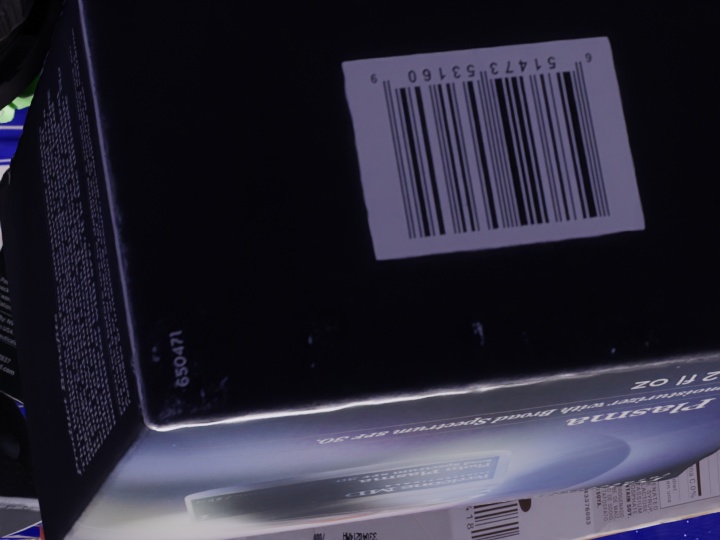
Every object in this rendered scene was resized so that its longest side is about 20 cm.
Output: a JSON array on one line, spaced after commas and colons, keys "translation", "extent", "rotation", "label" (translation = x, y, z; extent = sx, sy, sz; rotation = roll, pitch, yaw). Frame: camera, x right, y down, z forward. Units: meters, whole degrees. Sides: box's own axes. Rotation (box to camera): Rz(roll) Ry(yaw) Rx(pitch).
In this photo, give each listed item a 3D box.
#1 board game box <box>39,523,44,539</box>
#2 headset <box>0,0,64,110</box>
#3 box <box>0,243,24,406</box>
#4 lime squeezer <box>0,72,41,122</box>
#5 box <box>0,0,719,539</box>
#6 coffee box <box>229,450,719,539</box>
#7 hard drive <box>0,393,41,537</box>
[{"translation": [-0.099, 0.071, 1.408], "extent": [0.102, 0.201, 0.105], "rotation": [0, 170, -25], "label": "board game box"}, {"translation": [-0.111, -0.082, 0.756], "extent": [0.199, 0.094, 0.124], "rotation": [-16, 148, -8], "label": "headset"}, {"translation": [-0.062, -0.001, 1.154], "extent": [0.079, 0.142, 0.200], "rotation": [27, -177, 22], "label": "box"}, {"translation": [-0.122, -0.066, 0.854], "extent": [0.199, 0.038, 0.071], "rotation": [-20, 158, 16], "label": "lime squeezer"}, {"translation": [0.016, -0.005, 0.765], "extent": [0.199, 0.124, 0.198], "rotation": [-6, 168, -14], "label": "box"}, {"translation": [0.059, 0.051, 0.988], "extent": [0.199, 0.080, 0.114], "rotation": [-6, 180, -44], "label": "coffee box"}, {"translation": [-0.199, 0.018, 1.083], "extent": [0.042, 0.200, 0.135], "rotation": [-42, 160, 14], "label": "hard drive"}]
